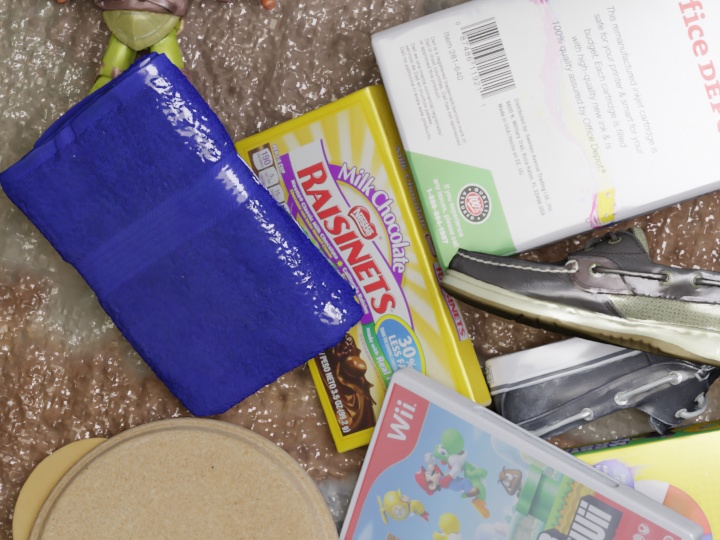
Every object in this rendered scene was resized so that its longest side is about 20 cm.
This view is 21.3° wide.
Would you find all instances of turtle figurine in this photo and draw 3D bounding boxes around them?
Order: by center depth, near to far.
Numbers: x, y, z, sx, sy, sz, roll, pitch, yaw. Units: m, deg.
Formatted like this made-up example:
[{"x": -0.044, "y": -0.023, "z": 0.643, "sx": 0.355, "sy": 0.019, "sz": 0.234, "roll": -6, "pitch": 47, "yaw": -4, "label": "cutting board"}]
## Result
[{"x": -0.119, "y": -0.152, "z": 1.156, "sx": 0.200, "sy": 0.064, "sz": 0.162, "roll": 4, "pitch": 91, "yaw": 8, "label": "turtle figurine"}]

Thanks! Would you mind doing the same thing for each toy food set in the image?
[{"x": -0.109, "y": 0.186, "z": 1.146, "sx": 0.200, "sy": 0.049, "sz": 0.198, "roll": -10, "pitch": 70, "yaw": 0, "label": "toy food set"}]

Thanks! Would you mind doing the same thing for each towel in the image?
[{"x": -0.103, "y": -0.020, "z": 1.130, "sx": 0.148, "sy": 0.050, "sz": 0.200, "roll": -31, "pitch": 101, "yaw": 34, "label": "towel"}]

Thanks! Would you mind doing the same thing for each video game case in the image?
[{"x": 0.083, "y": 0.161, "z": 1.096, "sx": 0.200, "sy": 0.017, "sz": 0.143, "roll": 28, "pitch": 114, "yaw": 25, "label": "video game case"}]

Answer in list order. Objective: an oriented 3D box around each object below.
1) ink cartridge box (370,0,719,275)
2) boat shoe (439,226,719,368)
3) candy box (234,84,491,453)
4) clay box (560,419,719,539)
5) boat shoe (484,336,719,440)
[{"x": 0.124, "y": -0.095, "z": 1.111, "sx": 0.200, "sy": 0.084, "sz": 0.145, "roll": -18, "pitch": 88, "yaw": 9, "label": "ink cartridge box"}, {"x": 0.146, "y": 0.009, "z": 1.052, "sx": 0.201, "sy": 0.072, "sz": 0.066, "roll": 13, "pitch": 88, "yaw": 10, "label": "boat shoe"}, {"x": 0.000, "y": 0.000, "z": 1.144, "sx": 0.102, "sy": 0.026, "sz": 0.200, "roll": -20, "pitch": 87, "yaw": 27, "label": "candy box"}, {"x": 0.178, "y": 0.153, "z": 1.122, "sx": 0.200, "sy": 0.048, "sz": 0.115, "roll": -12, "pitch": 90, "yaw": 10, "label": "clay box"}, {"x": 0.173, "y": 0.060, "z": 1.109, "sx": 0.200, "sy": 0.072, "sz": 0.068, "roll": -15, "pitch": 84, "yaw": 11, "label": "boat shoe"}]
